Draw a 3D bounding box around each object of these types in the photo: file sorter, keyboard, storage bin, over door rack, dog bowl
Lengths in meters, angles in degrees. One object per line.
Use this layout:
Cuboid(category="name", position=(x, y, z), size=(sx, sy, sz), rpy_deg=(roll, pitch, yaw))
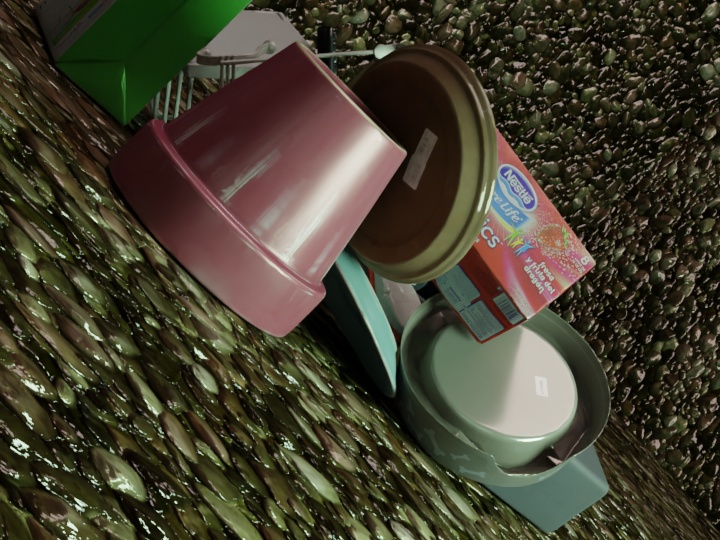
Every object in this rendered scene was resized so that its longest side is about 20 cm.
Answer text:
Cuboid(category="file sorter", position=(-0.129, -0.175, 1.698), size=(0.139, 0.125, 0.200), rpy_deg=(1, 24, -18))
Cuboid(category="keyboard", position=(-0.031, -0.142, 1.699), size=(0.127, 0.021, 0.200), rpy_deg=(-130, -141, -78))
Cuboid(category="storage bin", position=(0.162, 0.155, 1.675), size=(0.200, 0.146, 0.134), rpy_deg=(40, 18, -41))
Cuboid(category="over door rack", position=(-0.053, -0.135, 1.580), size=(0.067, 0.200, 0.148), rpy_deg=(-122, -149, -67))
Cuboid(category="dog bowl", position=(0.122, 0.108, 1.546), size=(0.200, 0.059, 0.200), rpy_deg=(12, 47, -13))

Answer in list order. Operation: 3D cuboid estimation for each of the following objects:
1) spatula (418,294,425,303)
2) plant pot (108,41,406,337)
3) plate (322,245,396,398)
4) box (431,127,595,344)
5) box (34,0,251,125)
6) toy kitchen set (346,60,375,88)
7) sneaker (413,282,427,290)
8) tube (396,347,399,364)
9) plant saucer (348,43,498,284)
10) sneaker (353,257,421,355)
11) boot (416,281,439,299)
Cuboid(category="spatula", position=(0.036, 0.001, 1.880), size=(0.200, 0.021, 0.057), rpy_deg=(53, 0, 44))
Cuboid(category="plant pot", position=(-0.069, -0.077, 1.371), size=(0.200, 0.179, 0.200), rpy_deg=(46, 6, -7))
Cuboid(category="plate", position=(-0.010, 0.021, 1.528), size=(0.200, 0.026, 0.200), rpy_deg=(60, -8, 13))
Cuboid(category="box", position=(0.099, -0.047, 1.515), size=(0.200, 0.095, 0.100), rpy_deg=(53, -27, 0))
Cuboid(category="box", position=(-0.200, -0.262, 1.611), size=(0.097, 0.200, 0.176), rpy_deg=(43, 6, -28))
Cuboid(category="toy kitchen set", position=(-0.075, -0.195, 2.005), size=(0.163, 0.200, 0.180), rpy_deg=(42, 7, -38))
Cuboid(category="sneaker", position=(0.006, -0.059, 1.822), size=(0.200, 0.078, 0.086), rpy_deg=(49, -3, 8))
Cuboid(category="tube", position=(0.008, 0.028, 1.726), size=(0.200, 0.058, 0.052), rpy_deg=(42, 49, -8))
Cuboid(category="plant saucer", position=(0.035, -0.089, 1.420), size=(0.029, 0.200, 0.200), rpy_deg=(2, 36, -41))
Cuboid(category="sneaker", position=(0.000, 0.000, 1.662), size=(0.077, 0.082, 0.200), rpy_deg=(33, 33, -38))
Cuboid(category="boot", position=(0.053, -0.023, 2.034), size=(0.168, 0.076, 0.200), rpy_deg=(45, -31, -12))
